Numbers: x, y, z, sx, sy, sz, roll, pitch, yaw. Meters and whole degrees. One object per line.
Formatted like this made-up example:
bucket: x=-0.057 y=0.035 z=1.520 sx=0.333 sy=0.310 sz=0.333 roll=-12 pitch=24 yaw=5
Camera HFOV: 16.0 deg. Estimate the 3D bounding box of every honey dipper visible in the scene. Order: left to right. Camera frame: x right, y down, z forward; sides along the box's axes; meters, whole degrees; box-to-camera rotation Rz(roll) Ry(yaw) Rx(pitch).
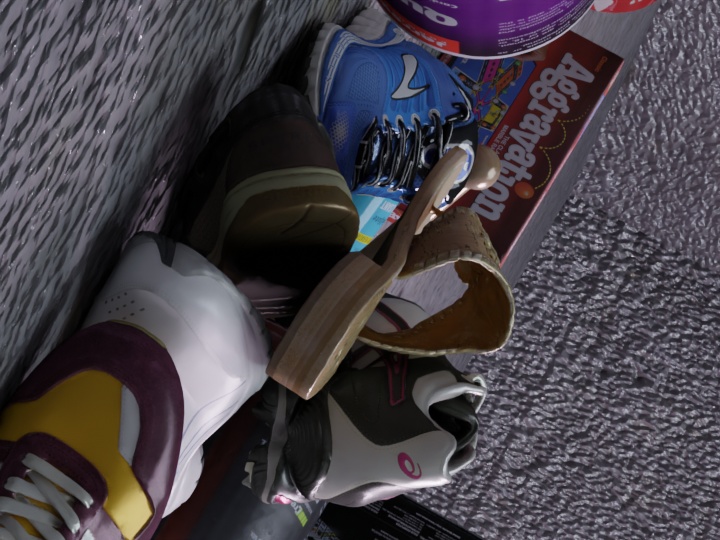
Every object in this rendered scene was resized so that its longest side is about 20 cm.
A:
honey dipper: x=0.000 y=0.000 z=1.309 sx=0.200 sy=0.038 sz=0.038 roll=-38 pitch=-174 yaw=29

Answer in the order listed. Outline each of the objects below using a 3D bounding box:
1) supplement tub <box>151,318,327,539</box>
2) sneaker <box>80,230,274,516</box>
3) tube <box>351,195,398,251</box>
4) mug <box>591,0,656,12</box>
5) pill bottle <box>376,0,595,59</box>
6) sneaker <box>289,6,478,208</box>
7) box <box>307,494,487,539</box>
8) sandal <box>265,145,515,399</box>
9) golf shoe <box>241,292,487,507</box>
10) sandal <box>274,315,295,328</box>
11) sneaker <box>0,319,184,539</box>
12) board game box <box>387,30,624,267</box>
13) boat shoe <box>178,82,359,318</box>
supplement tub: x=-0.084 y=0.122 z=1.191 sx=0.200 sy=0.107 sz=0.107 roll=-58 pitch=173 yaw=-25
sneaker: x=-0.093 y=0.064 z=1.030 sx=0.087 sy=0.074 sz=0.200 roll=-50 pitch=167 yaw=-40
tube: x=-0.025 y=-0.010 z=1.402 sx=0.200 sy=0.050 sz=0.077 roll=-57 pitch=167 yaw=7
mug: x=0.186 y=-0.270 z=1.561 sx=0.178 sy=0.133 sz=0.200 roll=-55 pitch=175 yaw=-34
pill bottle: x=0.051 y=-0.151 z=1.042 sx=0.113 sy=0.112 sz=0.200 roll=-61 pitch=174 yaw=-5
sneaker: x=0.012 y=-0.069 z=1.195 sx=0.079 sy=0.089 sz=0.200 roll=-65 pitch=173 yaw=22
box: x=-0.045 y=0.178 z=1.310 sx=0.164 sy=0.200 sz=0.086 roll=-58 pitch=173 yaw=-28
sandal: x=0.028 y=0.016 z=1.070 sx=0.078 sy=0.070 sz=0.212 roll=-59 pitch=174 yaw=26
golf shoe: x=0.016 y=0.063 z=1.122 sx=0.200 sy=0.088 sz=0.077 roll=-41 pitch=136 yaw=-70
sandal: x=-0.003 y=0.043 z=1.281 sx=0.048 sy=0.075 sz=0.201 roll=-33 pitch=138 yaw=-2
sneaker: x=-0.126 y=0.110 z=0.933 sx=0.200 sy=0.075 sz=0.090 roll=-62 pitch=179 yaw=-2
board game box: x=0.083 y=-0.090 z=1.621 sx=0.200 sy=0.103 sz=0.019 roll=-57 pitch=173 yaw=-37
boat shoe: x=-0.039 y=-0.024 z=1.075 sx=0.200 sy=0.073 sz=0.065 roll=133 pitch=-47 yaw=-71
